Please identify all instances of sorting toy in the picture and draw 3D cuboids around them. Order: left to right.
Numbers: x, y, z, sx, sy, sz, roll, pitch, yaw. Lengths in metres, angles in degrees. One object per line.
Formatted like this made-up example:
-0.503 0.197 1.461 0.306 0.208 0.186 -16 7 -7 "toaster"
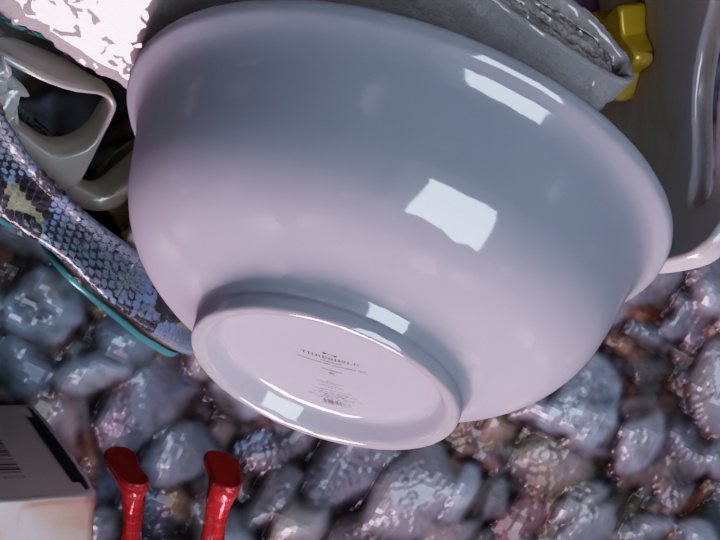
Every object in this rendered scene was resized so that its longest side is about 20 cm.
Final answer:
0.087 -0.082 1.057 0.107 0.180 0.200 -3 107 -31 "sorting toy"

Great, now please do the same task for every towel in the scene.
-0.019 -0.088 0.994 0.200 0.034 0.133 33 132 -24 "towel"

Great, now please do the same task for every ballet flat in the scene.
-0.105 -0.034 1.050 0.074 0.074 0.200 -52 134 0 "ballet flat"

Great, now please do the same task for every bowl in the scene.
0.000 0.000 0.971 0.201 0.201 0.090 37 59 -30 "bowl"

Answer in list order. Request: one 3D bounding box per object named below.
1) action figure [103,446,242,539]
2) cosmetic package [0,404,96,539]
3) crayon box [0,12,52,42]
-0.088 0.167 1.160 0.065 0.052 0.200 2 112 -19 "action figure"
-0.162 0.162 1.095 0.087 0.103 0.200 -1 110 -23 "cosmetic package"
-0.048 -0.168 1.024 0.119 0.058 0.200 20 110 -20 "crayon box"
